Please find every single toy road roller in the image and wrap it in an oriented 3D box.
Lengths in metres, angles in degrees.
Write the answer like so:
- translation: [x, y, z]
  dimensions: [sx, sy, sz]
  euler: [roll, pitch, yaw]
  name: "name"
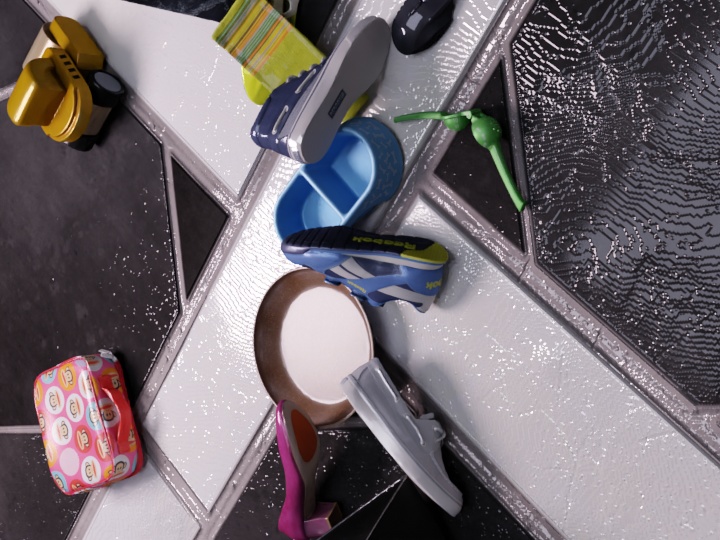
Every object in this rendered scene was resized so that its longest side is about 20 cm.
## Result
- translation: [-0.462, -0.281, 1.406]
  dimensions: [0.123, 0.145, 0.201]
  euler: [-49, 65, 28]
  name: "toy road roller"

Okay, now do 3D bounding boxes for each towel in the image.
- translation: [-0.087, -0.248, 1.150]
  dimensions: [0.200, 0.018, 0.086]
  euler: [43, 121, -2]
  name: "towel"

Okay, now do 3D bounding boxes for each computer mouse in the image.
- translation: [0.095, -0.327, 1.047]
  dimensions: [0.059, 0.034, 0.201]
  euler: [48, 119, 26]
  name: "computer mouse"

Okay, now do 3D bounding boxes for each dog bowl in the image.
- translation: [-0.034, -0.095, 1.141]
  dimensions: [0.112, 0.049, 0.200]
  euler: [48, 119, 15]
  name: "dog bowl"

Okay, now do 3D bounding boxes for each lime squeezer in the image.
- translation: [0.119, -0.150, 1.048]
  dimensions: [0.199, 0.038, 0.071]
  euler: [39, 146, 28]
  name: "lime squeezer"

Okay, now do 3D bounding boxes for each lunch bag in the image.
- translation: [-0.410, 0.229, 1.440]
  dimensions: [0.175, 0.082, 0.202]
  euler: [-23, 78, 35]
  name: "lunch bag"

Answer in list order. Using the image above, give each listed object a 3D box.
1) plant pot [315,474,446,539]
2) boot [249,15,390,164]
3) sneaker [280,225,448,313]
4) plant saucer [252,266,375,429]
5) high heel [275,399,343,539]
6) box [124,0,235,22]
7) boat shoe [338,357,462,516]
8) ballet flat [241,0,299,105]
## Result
- translation: [0.015, 0.391, 1.056]
  dimensions: [0.178, 0.200, 0.199]
  euler: [48, 121, 1]
  name: "plant pot"
- translation: [-0.049, -0.220, 1.098]
  dimensions: [0.090, 0.073, 0.201]
  euler: [21, 70, 34]
  name: "boot"
- translation: [0.000, 0.000, 1.089]
  dimensions: [0.197, 0.074, 0.083]
  euler: [11, 117, 14]
  name: "sneaker"
- translation: [-0.053, 0.096, 1.187]
  dimensions: [0.198, 0.036, 0.203]
  euler: [2, 94, 37]
  name: "plant saucer"
- translation: [-0.093, 0.254, 1.179]
  dimensions: [0.095, 0.067, 0.202]
  euler: [-7, 107, 29]
  name: "high heel"
- translation: [-0.220, -0.436, 1.177]
  dimensions: [0.197, 0.199, 0.118]
  euler: [-47, 65, 30]
  name: "box"
- translation: [0.060, 0.189, 1.088]
  dimensions: [0.068, 0.072, 0.200]
  euler: [-40, 77, -5]
  name: "boat shoe"
- translation: [-0.106, -0.308, 1.180]
  dimensions: [0.067, 0.066, 0.203]
  euler: [15, 100, 45]
  name: "ballet flat"
